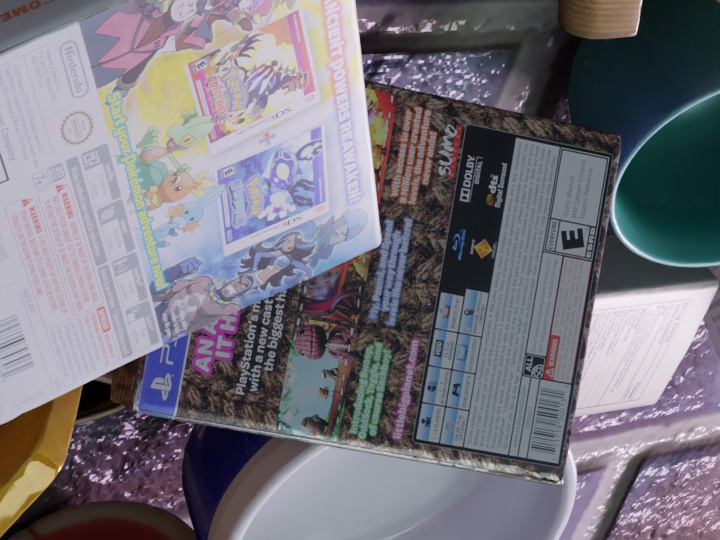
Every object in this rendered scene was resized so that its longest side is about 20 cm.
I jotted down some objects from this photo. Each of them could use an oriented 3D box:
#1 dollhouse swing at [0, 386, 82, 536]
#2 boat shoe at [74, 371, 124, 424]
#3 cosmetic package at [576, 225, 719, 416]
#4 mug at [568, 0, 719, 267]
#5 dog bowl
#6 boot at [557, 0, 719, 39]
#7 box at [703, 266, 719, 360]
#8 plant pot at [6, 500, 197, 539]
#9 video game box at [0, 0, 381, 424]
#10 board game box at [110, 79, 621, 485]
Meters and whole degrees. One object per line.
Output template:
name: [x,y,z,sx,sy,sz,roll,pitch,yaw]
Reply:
dollhouse swing: [-0.231,0.079,0.858,0.182,0.176,0.200,-45,116,10]
boat shoe: [-0.202,0.059,0.999,0.199,0.072,0.073,-17,138,-26]
cosmetic package: [0.094,0.026,1.197,0.199,0.087,0.104,-4,131,-36]
mug: [0.203,-0.093,1.119,0.184,0.115,0.153,0,139,-22]
dog bowl: [0.009,0.113,1.094,0.199,0.079,0.201,-14,135,-14]
boot: [0.185,-0.190,0.992,0.200,0.071,0.145,-12,131,-18]
box: [0.334,-0.016,1.256,0.198,0.132,0.200,-16,167,-26]
plant pot: [-0.133,0.240,1.160,0.199,0.200,0.178,-25,131,-17]
video game box: [-0.085,-0.045,0.785,0.181,0.047,0.201,-23,145,-12]
board game box: [0.000,0.000,0.946,0.198,0.097,0.161,11,87,-13]
